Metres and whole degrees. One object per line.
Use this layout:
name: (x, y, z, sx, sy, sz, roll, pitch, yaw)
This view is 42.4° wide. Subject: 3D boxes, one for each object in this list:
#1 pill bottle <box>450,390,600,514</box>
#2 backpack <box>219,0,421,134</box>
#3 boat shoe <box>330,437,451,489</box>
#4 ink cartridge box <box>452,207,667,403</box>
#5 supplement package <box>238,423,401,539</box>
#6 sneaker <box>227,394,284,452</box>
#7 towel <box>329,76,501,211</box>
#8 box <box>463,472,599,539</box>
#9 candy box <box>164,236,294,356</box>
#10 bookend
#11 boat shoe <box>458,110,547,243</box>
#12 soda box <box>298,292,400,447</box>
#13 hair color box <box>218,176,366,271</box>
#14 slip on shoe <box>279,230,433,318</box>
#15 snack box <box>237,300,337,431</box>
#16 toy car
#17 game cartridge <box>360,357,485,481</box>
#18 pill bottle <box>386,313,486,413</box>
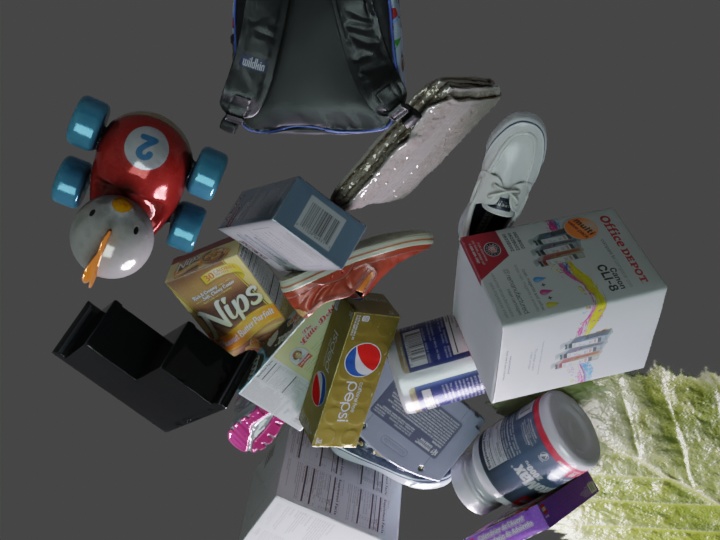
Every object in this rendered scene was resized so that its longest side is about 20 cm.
pill bottle: (0.231, 0.269, 1.334, 0.119, 0.120, 0.200, 37, 125, -21)
backpack: (-0.038, -0.237, 0.924, 0.198, 0.154, 0.192, 0, 108, 3)
boat shoe: (0.057, 0.258, 1.377, 0.199, 0.071, 0.091, 18, 130, -6)
ink cartridge box: (0.228, 0.039, 1.089, 0.198, 0.146, 0.145, -12, 137, -10)
supplement package: (-0.059, 0.362, 1.425, 0.199, 0.151, 0.152, 25, 127, -13)
sneaker: (-0.110, 0.166, 1.321, 0.199, 0.088, 0.082, -34, 123, 3)
towel: (0.063, -0.137, 1.028, 0.200, 0.132, 0.035, -46, 71, 35)
box: (0.256, 0.362, 1.374, 0.137, 0.199, 0.039, -37, 73, 30)
candy box: (-0.156, 0.052, 1.247, 0.115, 0.056, 0.201, -20, 125, 20)
bookend: (-0.277, 0.110, 1.236, 0.200, 0.092, 0.198, 39, 145, -17)
boat shoe: (0.167, -0.088, 1.086, 0.073, 0.066, 0.201, 12, 130, -2)
soda box: (-0.016, 0.129, 1.200, 0.067, 0.064, 0.201, 7, 114, -26)
hair color box: (-0.084, -0.050, 1.080, 0.099, 0.061, 0.200, 36, 165, -21)
slip on shoe: (0.000, 0.000, 1.143, 0.199, 0.074, 0.062, -24, 101, -9)
snack box: (-0.061, 0.109, 1.233, 0.116, 0.037, 0.200, 38, 98, -32)
toy car: (-0.274, -0.068, 1.071, 0.183, 0.201, 0.177, 22, 128, -11)
game cartridge: (0.070, 0.208, 1.319, 0.200, 0.042, 0.133, 40, 95, -23)
pill bottle: (0.140, 0.108, 1.211, 0.198, 0.111, 0.112, -16, 126, 5)
